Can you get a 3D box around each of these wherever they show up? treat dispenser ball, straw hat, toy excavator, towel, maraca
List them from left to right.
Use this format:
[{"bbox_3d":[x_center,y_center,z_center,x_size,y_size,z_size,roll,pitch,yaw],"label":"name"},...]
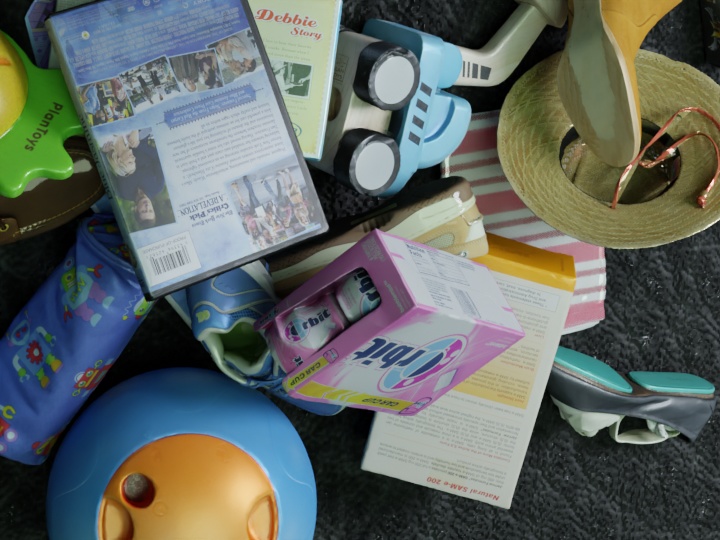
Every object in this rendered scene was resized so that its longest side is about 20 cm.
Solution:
[{"bbox_3d":[-0.274,-0.117,1.196,0.199,0.107,0.138,21,58,5],"label":"maraca"},{"bbox_3d":[-0.131,0.172,1.315,0.199,0.201,0.203,-7,108,-21],"label":"treat dispenser ball"},{"bbox_3d":[0.057,-0.149,1.372,0.199,0.100,0.196,6,103,-39],"label":"toy excavator"},{"bbox_3d":[0.130,-0.038,1.463,0.145,0.030,0.202,-9,108,-19],"label":"towel"},{"bbox_3d":[0.203,-0.078,1.414,0.200,0.202,0.085,-25,155,-14],"label":"straw hat"}]

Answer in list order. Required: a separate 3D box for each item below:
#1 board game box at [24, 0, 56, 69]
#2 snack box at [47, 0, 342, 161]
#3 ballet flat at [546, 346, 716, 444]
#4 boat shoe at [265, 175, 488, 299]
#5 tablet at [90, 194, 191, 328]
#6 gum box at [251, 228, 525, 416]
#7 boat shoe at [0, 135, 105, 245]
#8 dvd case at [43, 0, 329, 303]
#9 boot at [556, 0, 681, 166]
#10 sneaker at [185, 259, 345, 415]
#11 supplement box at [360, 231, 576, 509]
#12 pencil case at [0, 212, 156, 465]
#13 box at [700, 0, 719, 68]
[{"bbox_3d":[-0.150,-0.139,1.302,0.157,0.039,0.201,-18,113,-17],"label":"board game box"},{"bbox_3d":[-0.118,-0.149,1.260,0.198,0.037,0.117,8,90,-5],"label":"snack box"},{"bbox_3d":[0.217,0.113,1.523,0.199,0.073,0.074,13,101,-29],"label":"ballet flat"},{"bbox_3d":[0.000,0.000,1.337,0.199,0.072,0.077,-20,105,10],"label":"boat shoe"},{"bbox_3d":[-0.110,-0.037,1.342,0.130,0.014,0.200,-40,131,-5],"label":"tablet"},{"bbox_3d":[0.022,0.041,1.270,0.113,0.066,0.200,-37,157,18],"label":"gum box"},{"bbox_3d":[-0.267,-0.043,1.239,0.199,0.068,0.073,-14,110,0],"label":"boat shoe"},{"bbox_3d":[-0.115,-0.096,1.209,0.142,0.018,0.201,-21,93,-26],"label":"dvd case"},{"bbox_3d":[0.210,-0.192,1.385,0.143,0.071,0.203,-21,93,-41],"label":"boot"},{"bbox_3d":[-0.072,0.059,1.307,0.075,0.077,0.200,-21,137,23],"label":"sneaker"},{"bbox_3d":[0.085,0.073,1.418,0.125,0.074,0.201,16,106,0],"label":"supplement box"},{"bbox_3d":[-0.215,0.047,1.288,0.200,0.087,0.078,-52,159,19],"label":"pencil case"},{"bbox_3d":[0.352,-0.281,1.470,0.157,0.048,0.201,-18,112,-18],"label":"box"}]
